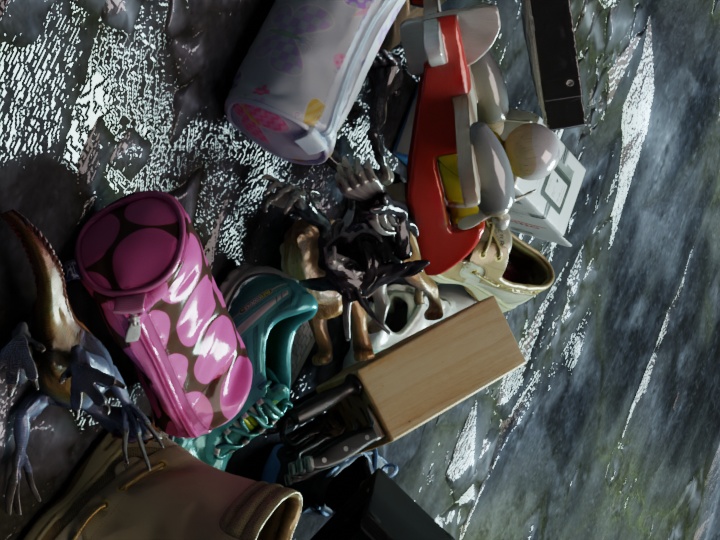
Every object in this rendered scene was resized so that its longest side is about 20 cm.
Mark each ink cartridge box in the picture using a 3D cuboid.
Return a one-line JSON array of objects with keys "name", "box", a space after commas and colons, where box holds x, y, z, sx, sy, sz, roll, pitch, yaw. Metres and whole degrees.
[{"name": "ink cartridge box", "box": [0.119, -0.088, 1.899, 0.068, 0.115, 0.200, -69, 157, -7]}]

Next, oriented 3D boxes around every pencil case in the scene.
[{"name": "pencil case", "box": [-0.019, -0.173, 1.565, 0.201, 0.090, 0.083, -62, 155, -18]}, {"name": "pencil case", "box": [-0.131, 0.038, 1.480, 0.200, 0.090, 0.094, 67, 8, -55]}]

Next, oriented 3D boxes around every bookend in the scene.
[{"name": "bookend", "box": [-0.024, 0.270, 1.708, 0.200, 0.092, 0.199, -47, -179, 6]}]

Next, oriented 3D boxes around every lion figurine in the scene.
[{"name": "lion figurine", "box": [0.000, 0.000, 1.754, 0.200, 0.072, 0.123, -32, 114, -62]}]

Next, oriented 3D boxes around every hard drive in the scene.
[{"name": "hard drive", "box": [0.147, -0.229, 1.786, 0.140, 0.038, 0.201, -91, 171, -67]}]

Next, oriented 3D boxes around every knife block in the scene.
[{"name": "knife block", "box": [0.023, 0.099, 1.742, 0.064, 0.199, 0.176, 63, 12, -1]}]

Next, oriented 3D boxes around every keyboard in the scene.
[{"name": "keyboard", "box": [-0.033, 0.026, 1.782, 0.201, 0.011, 0.056, -63, 155, -19]}]

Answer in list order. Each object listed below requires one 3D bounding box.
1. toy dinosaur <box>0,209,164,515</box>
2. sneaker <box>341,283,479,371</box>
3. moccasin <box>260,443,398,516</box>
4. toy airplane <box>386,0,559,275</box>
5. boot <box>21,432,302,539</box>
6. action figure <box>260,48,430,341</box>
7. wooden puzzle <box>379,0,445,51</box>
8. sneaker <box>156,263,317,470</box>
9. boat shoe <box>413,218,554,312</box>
[{"name": "toy dinosaur", "box": [-0.172, 0.064, 1.419, 0.181, 0.104, 0.202, -26, 120, -86]}, {"name": "sneaker", "box": [0.051, 0.046, 1.909, 0.200, 0.070, 0.081, -37, 137, -52]}, {"name": "moccasin", "box": [-0.018, 0.186, 1.859, 0.200, 0.068, 0.081, -2, 109, -65]}, {"name": "toy airplane", "box": [0.087, -0.112, 1.701, 0.199, 0.140, 0.201, 104, -6, -71]}, {"name": "boot", "box": [-0.144, 0.205, 1.487, 0.200, 0.155, 0.073, -56, 152, -32]}, {"name": "action figure", "box": [-0.013, -0.055, 1.609, 0.102, 0.118, 0.201, 21, 63, -49]}, {"name": "wooden puzzle", "box": [0.070, -0.292, 1.739, 0.185, 0.037, 0.201, -45, 146, -46]}, {"name": "sneaker", "box": [-0.093, 0.095, 1.615, 0.077, 0.079, 0.201, 24, 86, -66]}, {"name": "boat shoe", "box": [0.102, -0.022, 1.921, 0.200, 0.066, 0.075, 27, 50, -54]}]
